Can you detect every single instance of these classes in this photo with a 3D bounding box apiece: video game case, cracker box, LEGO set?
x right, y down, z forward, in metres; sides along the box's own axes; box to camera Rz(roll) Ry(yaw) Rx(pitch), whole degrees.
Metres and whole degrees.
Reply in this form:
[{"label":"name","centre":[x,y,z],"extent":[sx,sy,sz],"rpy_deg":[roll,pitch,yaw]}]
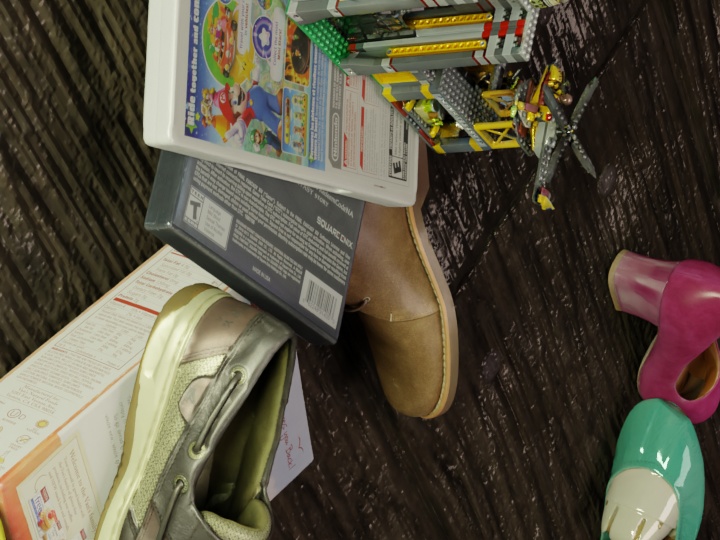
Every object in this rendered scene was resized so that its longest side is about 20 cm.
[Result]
[{"label":"video game case","centre":[-0.030,-0.113,1.101],"extent":[0.200,0.018,0.144],"rpy_deg":[12,79,-57]},{"label":"video game case","centre":[-0.034,-0.084,1.125],"extent":[0.143,0.019,0.201],"rpy_deg":[37,57,-50]},{"label":"cracker box","centre":[-0.109,0.086,1.124],"extent":[0.200,0.058,0.134],"rpy_deg":[-41,136,-38]},{"label":"LEGO set","centre":[0.062,-0.138,1.119],"extent":[0.200,0.115,0.154],"rpy_deg":[51,48,-43]}]

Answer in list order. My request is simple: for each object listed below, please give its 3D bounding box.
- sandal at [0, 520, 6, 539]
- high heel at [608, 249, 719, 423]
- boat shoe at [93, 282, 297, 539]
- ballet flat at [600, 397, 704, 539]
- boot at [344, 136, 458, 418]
[{"label":"sandal","centre":[-0.213,0.170,0.996],"extent":[0.087,0.079,0.201],"rpy_deg":[28,81,-54]},{"label":"high heel","centre":[0.233,0.054,1.590],"extent":[0.067,0.096,0.200],"rpy_deg":[-55,144,-24]},{"label":"boat shoe","centre":[-0.072,0.109,1.074],"extent":[0.072,0.066,0.202],"rpy_deg":[-5,109,-55]},{"label":"ballet flat","centre":[0.189,0.186,1.615],"extent":[0.070,0.067,0.201],"rpy_deg":[-37,136,-53]},{"label":"boot","centre":[0.000,0.000,1.250],"extent":[0.075,0.074,0.201],"rpy_deg":[-30,124,-27]}]
